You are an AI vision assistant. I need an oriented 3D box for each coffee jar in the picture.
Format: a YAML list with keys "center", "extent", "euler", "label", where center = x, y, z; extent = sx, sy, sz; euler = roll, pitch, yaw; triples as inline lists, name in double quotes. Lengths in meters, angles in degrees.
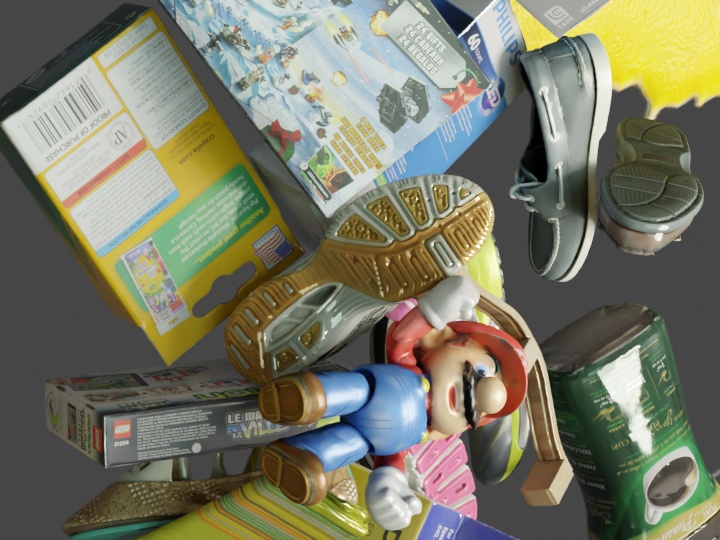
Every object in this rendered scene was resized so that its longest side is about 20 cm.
- center: [0.201, 0.133, 1.681]
  extent: [0.104, 0.085, 0.201]
  euler: [-30, 111, -23]
  label: "coffee jar"

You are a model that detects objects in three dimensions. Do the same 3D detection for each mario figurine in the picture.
- center: [0.037, 0.082, 1.423]
  extent: [0.199, 0.106, 0.124]
  euler: [-18, 148, -40]
  label: "mario figurine"

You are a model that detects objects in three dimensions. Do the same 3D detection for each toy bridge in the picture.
- center: [0.100, 0.071, 1.557]
  extent: [0.201, 0.027, 0.067]
  euler: [60, 43, -28]
  label: "toy bridge"

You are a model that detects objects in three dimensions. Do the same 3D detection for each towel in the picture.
- center: [-0.094, 0.180, 1.486]
  extent: [0.086, 0.199, 0.018]
  euler: [36, 42, -33]
  label: "towel"

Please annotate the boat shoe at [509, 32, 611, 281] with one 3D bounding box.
- center: [0.130, -0.075, 1.594]
  extent: [0.061, 0.073, 0.201]
  euler: [-9, 131, -18]
  label: "boat shoe"

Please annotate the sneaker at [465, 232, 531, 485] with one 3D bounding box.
- center: [0.064, 0.058, 1.610]
  extent: [0.080, 0.074, 0.201]
  euler: [-17, 100, -17]
  label: "sneaker"

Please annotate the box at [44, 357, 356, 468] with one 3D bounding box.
- center: [-0.097, 0.088, 1.500]
  extent: [0.199, 0.110, 0.035]
  euler: [-6, 102, -27]
  label: "box"

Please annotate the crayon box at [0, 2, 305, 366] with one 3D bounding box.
- center: [-0.141, -0.056, 1.483]
  extent: [0.126, 0.052, 0.201]
  euler: [-39, 114, -16]
  label: "crayon box"

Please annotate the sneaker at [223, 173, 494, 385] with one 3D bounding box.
- center: [0.000, 0.000, 1.488]
  extent: [0.199, 0.088, 0.076]
  euler: [-31, 85, 11]
  label: "sneaker"

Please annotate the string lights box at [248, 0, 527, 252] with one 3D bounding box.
- center: [0.026, -0.105, 1.536]
  extent: [0.200, 0.059, 0.103]
  euler: [-46, 146, -14]
  label: "string lights box"

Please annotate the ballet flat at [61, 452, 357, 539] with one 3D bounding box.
- center: [-0.101, 0.142, 1.510]
  extent: [0.198, 0.071, 0.066]
  euler: [-6, 81, 4]
  label: "ballet flat"

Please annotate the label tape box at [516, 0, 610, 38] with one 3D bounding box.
- center: [0.086, -0.270, 1.510]
  extent: [0.066, 0.144, 0.200]
  euler: [-34, 123, 27]
  label: "label tape box"

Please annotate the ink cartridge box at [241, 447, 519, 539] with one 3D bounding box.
- center: [-0.019, 0.230, 1.525]
  extent: [0.047, 0.199, 0.199]
  euler: [28, 85, -58]
  label: "ink cartridge box"

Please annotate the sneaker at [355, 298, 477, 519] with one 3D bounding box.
- center: [0.023, 0.107, 1.571]
  extent: [0.074, 0.087, 0.201]
  euler: [-39, 131, -39]
  label: "sneaker"

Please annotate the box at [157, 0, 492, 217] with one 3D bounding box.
- center: [-0.030, -0.154, 1.428]
  extent: [0.137, 0.040, 0.200]
  euler: [-38, 100, -1]
  label: "box"

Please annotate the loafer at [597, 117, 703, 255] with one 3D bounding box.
- center: [0.201, -0.046, 1.597]
  extent: [0.071, 0.200, 0.063]
  euler: [13, 115, 4]
  label: "loafer"
